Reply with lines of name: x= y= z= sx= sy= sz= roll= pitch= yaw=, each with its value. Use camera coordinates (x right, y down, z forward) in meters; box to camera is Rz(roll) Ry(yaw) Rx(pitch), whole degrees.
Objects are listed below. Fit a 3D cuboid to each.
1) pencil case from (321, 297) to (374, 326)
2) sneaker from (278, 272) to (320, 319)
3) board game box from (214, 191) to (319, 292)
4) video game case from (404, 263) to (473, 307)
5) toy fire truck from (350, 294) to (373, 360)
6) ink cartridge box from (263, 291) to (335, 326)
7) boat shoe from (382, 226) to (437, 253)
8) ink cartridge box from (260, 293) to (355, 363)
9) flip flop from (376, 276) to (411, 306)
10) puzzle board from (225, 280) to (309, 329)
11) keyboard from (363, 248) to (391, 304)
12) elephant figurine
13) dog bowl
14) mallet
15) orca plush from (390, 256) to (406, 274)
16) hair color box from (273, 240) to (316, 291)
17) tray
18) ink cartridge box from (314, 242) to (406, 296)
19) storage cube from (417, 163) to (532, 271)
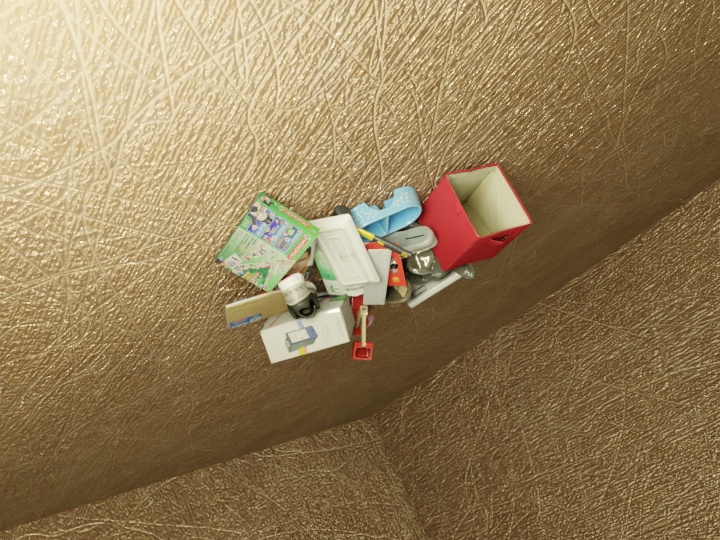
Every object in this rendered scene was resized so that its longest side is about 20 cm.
pencil case: x=-0.040 y=0.123 z=1.484 sx=0.087 sy=0.088 sz=0.199 roll=-38 pitch=157 yaw=24
sneaker: x=-0.130 y=0.071 z=1.153 sx=0.073 sy=0.088 sz=0.200 roll=-23 pitch=166 yaw=-2
board game box: x=-0.190 y=-0.049 z=1.031 sx=0.134 sy=0.029 sz=0.200 roll=31 pitch=128 yaw=-19
video game case: x=0.196 y=-0.013 z=1.440 sx=0.199 sy=0.183 sz=0.024 roll=-34 pitch=130 yaw=16
toy fire truck: x=0.000 y=0.126 z=1.349 sx=0.048 sy=0.202 sz=0.141 roll=4 pitch=177 yaw=-9
ink cartridge box: x=-0.151 y=0.102 z=1.475 sx=0.195 sy=0.043 sz=0.200 roll=-4 pitch=145 yaw=-45
boat shoe: x=0.094 y=-0.060 z=1.275 sx=0.199 sy=0.074 sz=0.067 roll=-3 pitch=159 yaw=29
ink cartridge box: x=-0.121 y=0.136 z=1.239 sx=0.198 sy=0.088 sz=0.145 roll=-15 pitch=-171 yaw=7
flip flop: x=0.085 y=0.065 z=1.359 sx=0.057 sy=0.082 sz=0.200 roll=30 pitch=159 yaw=-16
puzzle board: x=-0.224 y=0.082 z=1.241 sx=0.199 sy=0.018 sz=0.151 roll=-16 pitch=160 yaw=-19
keyboard: x=0.039 y=0.019 z=1.238 sx=0.056 sy=0.011 sz=0.201 roll=3 pitch=138 yaw=-1
elephant figurine: x=0.169 y=-0.026 z=1.344 sx=0.141 sy=0.201 sz=0.155 roll=-1 pitch=147 yaw=-46
dog bowl: x=0.054 y=-0.125 z=1.208 sx=0.199 sy=0.050 sz=0.112 roll=-24 pitch=157 yaw=-9
mallet: x=0.025 y=-0.082 z=1.130 sx=0.041 sy=0.199 sz=0.066 roll=-65 pitch=174 yaw=-48
orca plush: x=0.022 y=0.009 z=1.306 sx=0.198 sy=0.072 sz=0.105 roll=-6 pitch=-176 yaw=11
hair color box: x=-0.163 y=-0.022 z=1.173 sx=0.098 sy=0.061 sz=0.200 roll=-17 pitch=155 yaw=-19
tray: x=-0.037 y=-0.035 z=1.156 sx=0.107 sy=0.022 sz=0.201 roll=-8 pitch=130 yaw=23
ink cartridge box: x=0.000 y=0.000 z=1.237 sx=0.198 sy=0.050 sz=0.161 roll=4 pitch=141 yaw=18
storage cube: x=0.269 y=-0.125 z=1.259 sx=0.170 sy=0.201 sz=0.180 roll=-15 pitch=161 yaw=-26
